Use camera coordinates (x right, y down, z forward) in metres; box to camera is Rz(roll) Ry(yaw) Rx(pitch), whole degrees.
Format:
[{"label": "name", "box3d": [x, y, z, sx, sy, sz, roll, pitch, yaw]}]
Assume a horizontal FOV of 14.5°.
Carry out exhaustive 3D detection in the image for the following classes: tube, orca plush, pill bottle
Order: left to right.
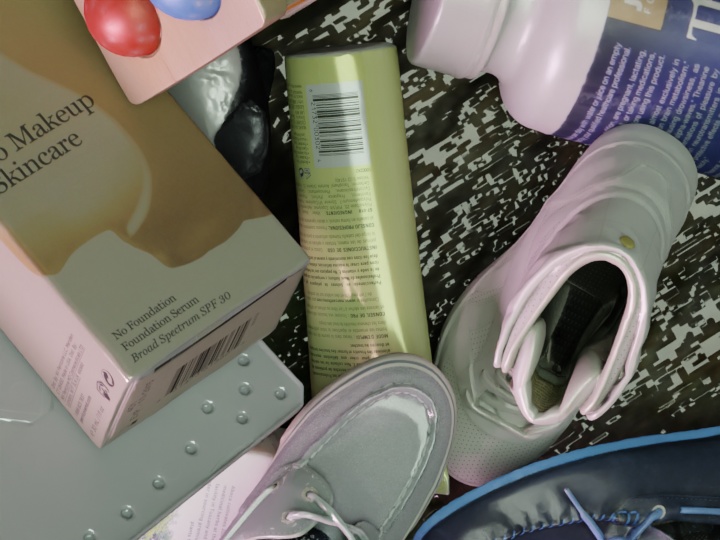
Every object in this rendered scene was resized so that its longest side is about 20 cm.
[{"label": "orca plush", "box3d": [-0.074, -0.090, 1.251, 0.105, 0.071, 0.201, -22, 90, 41]}, {"label": "tube", "box3d": [0.000, 0.000, 1.263, 0.052, 0.058, 0.201, -7, 96, -9]}, {"label": "pill bottle", "box3d": [0.127, -0.105, 1.235, 0.199, 0.111, 0.111, 14, 95, -9]}]

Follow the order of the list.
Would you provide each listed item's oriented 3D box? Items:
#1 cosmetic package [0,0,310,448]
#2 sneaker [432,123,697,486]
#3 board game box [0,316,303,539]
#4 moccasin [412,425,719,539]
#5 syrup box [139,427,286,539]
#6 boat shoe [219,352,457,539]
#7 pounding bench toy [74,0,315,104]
[{"label": "cosmetic package", "box3d": [-0.126, -0.038, 1.181, 0.105, 0.071, 0.200, -36, 78, -29]}, {"label": "sneaker", "box3d": [0.071, 0.039, 1.210, 0.074, 0.116, 0.200, 28, 126, 0]}, {"label": "board game box", "box3d": [-0.158, 0.041, 1.186, 0.200, 0.026, 0.200, -38, 78, -30]}, {"label": "moccasin", "box3d": [0.124, 0.115, 1.260, 0.199, 0.081, 0.068, -13, 66, -15]}, {"label": "syrup box", "box3d": [-0.119, 0.096, 1.245, 0.199, 0.081, 0.079, 12, 95, -11]}, {"label": "boat shoe", "box3d": [-0.024, 0.123, 1.184, 0.070, 0.072, 0.201, 39, 86, -10]}, {"label": "pounding bench toy", "box3d": [-0.068, -0.193, 1.137, 0.156, 0.124, 0.200, -30, 93, -32]}]
